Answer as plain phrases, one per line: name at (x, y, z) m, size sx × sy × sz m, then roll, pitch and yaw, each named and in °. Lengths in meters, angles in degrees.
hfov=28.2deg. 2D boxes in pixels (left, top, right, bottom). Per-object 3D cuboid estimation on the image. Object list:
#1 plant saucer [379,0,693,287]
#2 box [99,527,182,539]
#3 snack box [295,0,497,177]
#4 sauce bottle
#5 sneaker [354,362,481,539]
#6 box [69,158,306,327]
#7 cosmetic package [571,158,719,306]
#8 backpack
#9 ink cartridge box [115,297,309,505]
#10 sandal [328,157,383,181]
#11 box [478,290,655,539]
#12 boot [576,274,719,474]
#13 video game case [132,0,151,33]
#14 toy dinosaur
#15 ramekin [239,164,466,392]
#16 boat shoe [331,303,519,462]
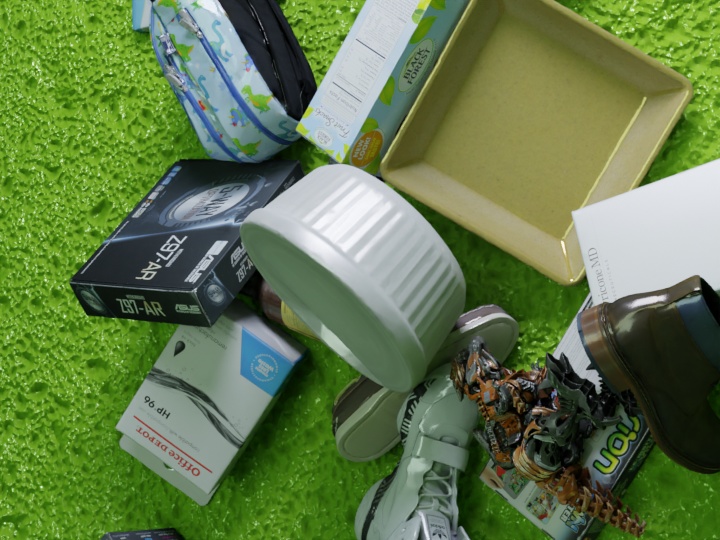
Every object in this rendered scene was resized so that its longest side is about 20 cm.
plant saucer at (0.147, -0.120, 1.215) m, size 0.199 × 0.048 × 0.201 m, roll 30°, pitch 101°, yaw 1°
box at (-0.196, 0.365, 1.384) m, size 0.122 × 0.106 × 0.200 m, roll -50°, pitch 61°, yaw 18°
snack box at (0.056, -0.177, 1.248) m, size 0.068 × 0.168 × 0.201 m, roll 36°, pitch 103°, yaw 33°
sauce bottle at (-0.050, 0.028, 1.355) m, size 0.199 × 0.065 × 0.065 m, roll 21°, pitch 96°, yaw 32°
sneaker at (0.067, 0.185, 1.227) m, size 0.201 × 0.075 × 0.115 m, roll -64°, pitch 27°, yaw 16°
box at (-0.160, -0.031, 1.374) m, size 0.159 × 0.044 × 0.200 m, roll 4°, pitch 42°, yaw 34°
cosmetic package at (0.277, -0.020, 1.110) m, size 0.198 × 0.085 × 0.109 m, roll -21°, pitch 64°, yaw 19°
backpack at (-0.121, -0.204, 1.383) m, size 0.154 × 0.163 × 0.200 m, roll -45°, pitch 84°, yaw 15°
ink cartridge box at (-0.153, 0.131, 1.384) m, size 0.116 × 0.068 × 0.201 m, roll 34°, pitch 104°, yaw 4°
sandal at (-0.003, -0.136, 1.354) m, size 0.075 × 0.048 × 0.203 m, roll 6°, pitch 88°, yaw 34°
box at (0.193, 0.124, 1.198) m, size 0.110 × 0.035 × 0.201 m, roll 37°, pitch 104°, yaw 31°
boot at (0.255, 0.082, 1.076) m, size 0.096 × 0.200 × 0.075 m, roll -27°, pitch 38°, yaw 28°
video game case at (-0.162, -0.339, 1.505) m, size 0.198 × 0.018 × 0.145 m, roll -8°, pitch 80°, yaw 33°
toy dinosaur at (0.160, 0.126, 1.161) m, size 0.199 × 0.102 × 0.136 m, roll 38°, pitch 122°, yaw 3°
ramekin at (0.000, 0.000, 1.197) m, size 0.202 × 0.203 × 0.094 m, roll 34°, pitch 71°, yaw 32°
boat shoe at (0.053, 0.090, 1.278) m, size 0.200 × 0.072 × 0.060 m, roll -41°, pitch 37°, yaw 17°
